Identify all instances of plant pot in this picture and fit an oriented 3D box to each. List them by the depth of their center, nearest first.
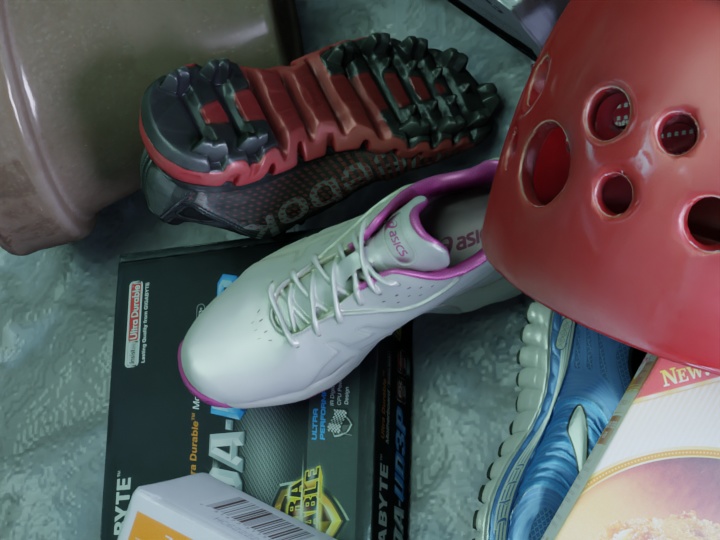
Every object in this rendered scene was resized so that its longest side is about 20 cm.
[{"bbox_3d":[0.168,-0.065,0.879,0.200,0.200,0.184,28,111,32],"label":"plant pot"},{"bbox_3d":[-0.124,-0.122,1.114,0.173,0.200,0.202,-11,67,7],"label":"plant pot"}]

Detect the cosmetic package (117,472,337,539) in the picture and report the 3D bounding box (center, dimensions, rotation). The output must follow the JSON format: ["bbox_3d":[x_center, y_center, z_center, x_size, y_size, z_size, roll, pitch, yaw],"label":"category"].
[{"bbox_3d":[-0.082,0.209,0.991,0.101,0.071,0.202,23,101,23],"label":"cosmetic package"}]

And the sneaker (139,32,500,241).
[{"bbox_3d":[-0.026,-0.064,1.057,0.071,0.199,0.098,65,149,25],"label":"sneaker"}]

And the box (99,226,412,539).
[{"bbox_3d":[-0.053,0.084,1.071,0.158,0.046,0.202,-6,70,25],"label":"box"}]

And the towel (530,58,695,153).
[{"bbox_3d":[0.153,-0.119,1.047,0.144,0.022,0.202,-8,69,26],"label":"towel"}]

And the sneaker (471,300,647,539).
[{"bbox_3d":[0.110,0.096,0.961,0.089,0.078,0.202,3,74,31],"label":"sneaker"}]

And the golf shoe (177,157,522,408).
[{"bbox_3d":[0.000,0.000,0.996,0.199,0.092,0.076,-27,73,-3],"label":"golf shoe"}]

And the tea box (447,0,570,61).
[{"bbox_3d":[0.073,-0.235,1.021,0.200,0.134,0.197,36,91,21],"label":"tea box"}]

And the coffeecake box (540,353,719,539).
[{"bbox_3d":[0.146,0.150,0.891,0.153,0.073,0.201,30,88,4],"label":"coffeecake box"}]
